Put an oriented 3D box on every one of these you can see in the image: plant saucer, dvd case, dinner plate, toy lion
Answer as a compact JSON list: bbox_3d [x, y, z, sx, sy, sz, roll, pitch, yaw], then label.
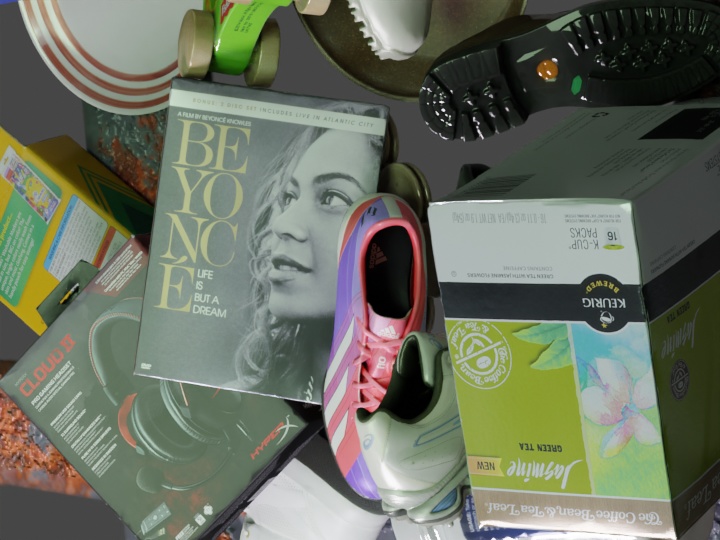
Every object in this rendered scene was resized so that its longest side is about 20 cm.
[{"bbox_3d":[0.036,-0.213,1.688,0.199,0.037,0.202,11,110,34],"label":"plant saucer"},{"bbox_3d":[-0.066,-0.019,1.703,0.148,0.016,0.202,8,93,8],"label":"dvd case"},{"bbox_3d":[-0.169,-0.212,1.847,0.199,0.024,0.202,11,109,35],"label":"dinner plate"},{"bbox_3d":[-0.065,-0.241,1.682,0.200,0.068,0.193,134,140,-64],"label":"toy lion"}]

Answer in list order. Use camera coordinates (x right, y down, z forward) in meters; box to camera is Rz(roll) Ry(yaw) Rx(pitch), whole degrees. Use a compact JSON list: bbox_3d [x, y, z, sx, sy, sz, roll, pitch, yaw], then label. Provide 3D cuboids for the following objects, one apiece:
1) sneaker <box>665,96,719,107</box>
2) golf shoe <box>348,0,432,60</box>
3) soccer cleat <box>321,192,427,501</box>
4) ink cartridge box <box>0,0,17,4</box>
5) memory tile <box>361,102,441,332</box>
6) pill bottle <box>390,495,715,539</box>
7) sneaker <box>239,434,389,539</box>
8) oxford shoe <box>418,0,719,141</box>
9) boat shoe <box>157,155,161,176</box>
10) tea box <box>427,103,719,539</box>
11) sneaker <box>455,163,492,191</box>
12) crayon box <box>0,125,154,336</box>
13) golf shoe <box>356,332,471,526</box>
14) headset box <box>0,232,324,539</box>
[{"bbox_3d":[0.238,-0.048,1.557,0.199,0.075,0.116,-4,97,34],"label":"sneaker"},{"bbox_3d":[0.039,-0.229,1.615,0.097,0.078,0.202,6,107,29],"label":"golf shoe"},{"bbox_3d":[0.012,0.053,1.656,0.068,0.073,0.202,1,97,-7],"label":"soccer cleat"},{"bbox_3d":[-0.201,-0.232,1.792,0.199,0.094,0.045,-17,92,38],"label":"ink cartridge box"},{"bbox_3d":[0.000,0.000,1.749,0.154,0.017,0.200,60,138,26],"label":"memory tile"},{"bbox_3d":[0.121,0.146,1.675,0.199,0.111,0.112,-10,96,37],"label":"pill bottle"},{"bbox_3d":[-0.078,0.155,1.849,0.200,0.074,0.116,39,119,20],"label":"sneaker"},{"bbox_3d":[0.136,-0.139,1.601,0.198,0.085,0.073,-8,113,10],"label":"oxford shoe"},{"bbox_3d":[-0.088,-0.028,1.792,0.201,0.060,0.072,45,132,36],"label":"boat shoe"},{"bbox_3d":[0.152,0.025,1.472,0.133,0.200,0.198,-1,107,32],"label":"tea box"},{"bbox_3d":[0.137,-0.031,1.639,0.199,0.075,0.080,0,100,36],"label":"sneaker"},{"bbox_3d":[-0.208,-0.010,1.913,0.200,0.051,0.126,39,122,21],"label":"crayon box"},{"bbox_3d":[0.071,0.065,1.618,0.078,0.200,0.098,-4,127,45],"label":"golf shoe"},{"bbox_3d":[-0.140,0.081,1.775,0.149,0.075,0.200,-45,81,12],"label":"headset box"}]
